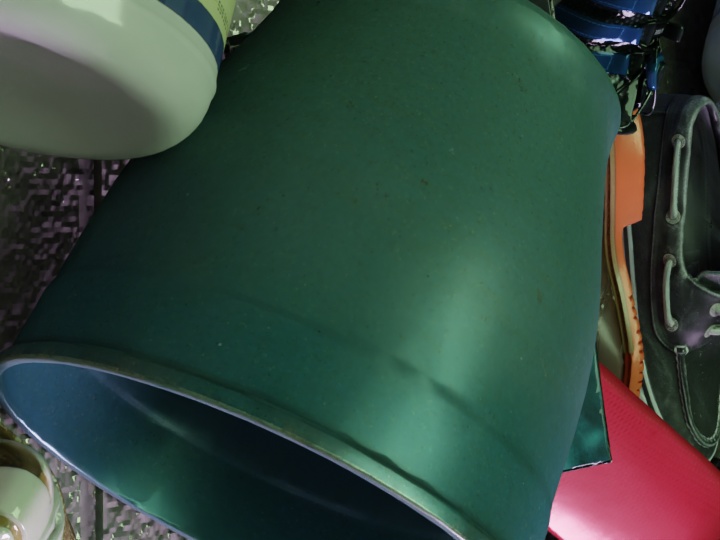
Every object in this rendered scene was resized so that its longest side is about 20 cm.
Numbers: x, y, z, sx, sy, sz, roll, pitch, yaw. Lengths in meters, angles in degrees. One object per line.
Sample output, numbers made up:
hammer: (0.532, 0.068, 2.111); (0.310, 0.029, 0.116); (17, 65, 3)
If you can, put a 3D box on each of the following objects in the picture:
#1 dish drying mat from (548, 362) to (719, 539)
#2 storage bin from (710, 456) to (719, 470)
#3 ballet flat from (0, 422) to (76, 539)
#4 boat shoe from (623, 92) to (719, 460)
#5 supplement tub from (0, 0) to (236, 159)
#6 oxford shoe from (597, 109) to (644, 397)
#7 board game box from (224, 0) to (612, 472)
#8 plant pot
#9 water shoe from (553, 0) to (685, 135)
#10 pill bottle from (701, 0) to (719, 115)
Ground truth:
dish drying mat: (0.100, 0.083, 0.979); (0.200, 0.077, 0.018); (40, 17, -33)
storage bin: (0.210, 0.211, 1.115); (0.135, 0.093, 0.201); (-46, 124, -40)
ballet flat: (-0.142, 0.065, 0.690); (0.200, 0.065, 0.071); (47, 56, -41)
boat shoe: (0.168, 0.008, 1.076); (0.072, 0.067, 0.202); (-20, 106, -49)
supplement tub: (-0.096, -0.152, 0.681); (0.145, 0.144, 0.202); (30, 67, -47)
oxford shoe: (0.089, 0.009, 0.996); (0.072, 0.071, 0.202); (-7, 106, -16)
board game box: (0.024, -0.007, 0.866); (0.134, 0.028, 0.202); (-10, 102, -9)
plant pot: (0.000, 0.000, 0.749); (0.200, 0.199, 0.189); (45, 62, -42)
water shoe: (0.107, -0.100, 0.897); (0.079, 0.200, 0.071); (56, 31, 2)
pill bottle: (0.247, -0.139, 1.137); (0.112, 0.112, 0.201); (41, 60, -43)
